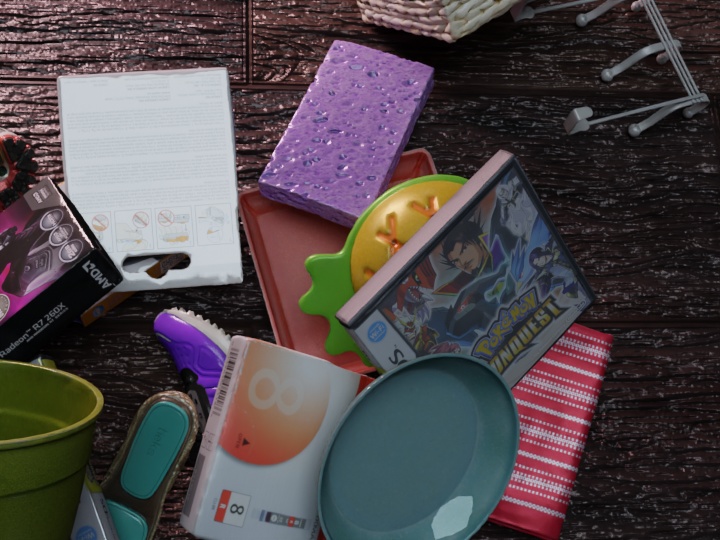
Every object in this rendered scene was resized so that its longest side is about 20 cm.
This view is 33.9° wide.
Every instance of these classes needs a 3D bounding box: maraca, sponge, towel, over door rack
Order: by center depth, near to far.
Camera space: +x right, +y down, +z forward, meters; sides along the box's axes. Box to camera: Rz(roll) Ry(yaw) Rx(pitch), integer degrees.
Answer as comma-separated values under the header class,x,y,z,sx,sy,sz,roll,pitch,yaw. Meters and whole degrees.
class,x,y,z,sx,sy,sz,roll,pitch,yaw
maraca,0.041,0.000,1.053,0.199,0.107,0.138,-32,96,1
towel,0.141,0.132,1.074,0.143,0.022,0.203,19,79,-5
sponge,-0.010,-0.134,1.142,0.110,0.030,0.202,18,58,11
over door rack,0.248,-0.212,1.203,0.198,0.067,0.149,-11,70,-33

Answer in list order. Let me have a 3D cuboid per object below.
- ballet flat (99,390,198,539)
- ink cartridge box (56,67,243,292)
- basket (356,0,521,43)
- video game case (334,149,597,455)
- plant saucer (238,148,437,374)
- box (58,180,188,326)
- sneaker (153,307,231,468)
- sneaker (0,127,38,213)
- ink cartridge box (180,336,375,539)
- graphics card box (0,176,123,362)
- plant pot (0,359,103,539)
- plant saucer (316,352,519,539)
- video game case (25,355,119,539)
class,x,y,z,sx,sy,sz,roll,pitch,yaw
ballet flat,-0.193,0.191,1.004,0.070,0.065,0.201,33,95,0
ink cartridge box,-0.192,-0.082,1.093,0.160,0.050,0.203,-4,87,-9
basket,0.090,-0.348,1.155,0.199,0.198,0.162,-34,121,-17
video game case,0.097,0.031,1.006,0.200,0.025,0.181,-44,124,-10
plant saucer,0.000,0.000,1.120,0.197,0.037,0.203,-14,73,-12
box,-0.230,-0.041,1.105,0.199,0.042,0.119,-36,78,-20
sneaker,-0.127,0.123,1.042,0.200,0.070,0.100,42,73,9
sneaker,-0.382,-0.050,1.080,0.200,0.078,0.082,-45,43,-10
ink cartridge box,-0.035,0.161,0.990,0.198,0.050,0.164,18,83,-20
graphics card box,-0.307,0.025,0.989,0.199,0.051,0.126,-38,46,-5
plant pot,-0.292,0.184,0.852,0.197,0.200,0.196,5,100,-5
plant saucer,0.044,0.156,0.984,0.199,0.202,0.036,-31,32,-17
video game case,-0.312,0.196,0.972,0.198,0.025,0.183,-27,74,6
